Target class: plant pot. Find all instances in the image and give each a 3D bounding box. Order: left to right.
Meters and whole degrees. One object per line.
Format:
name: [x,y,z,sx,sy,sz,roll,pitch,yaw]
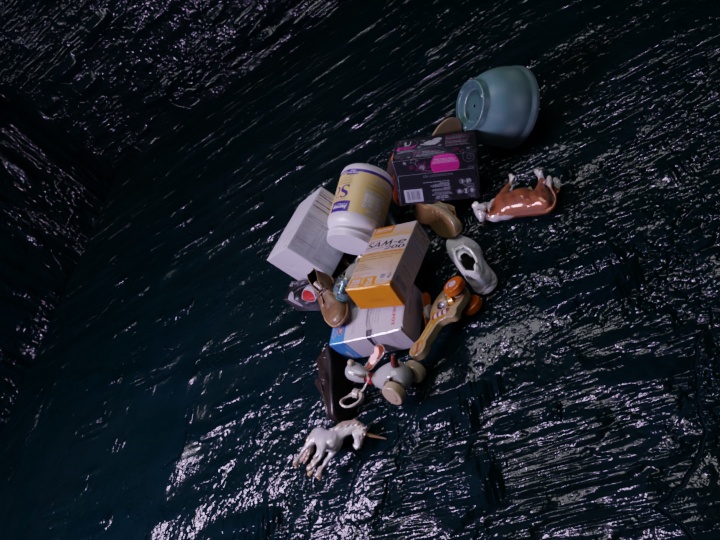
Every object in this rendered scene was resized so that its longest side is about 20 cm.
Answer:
plant pot: [0.322,-0.405,1.274,0.200,0.134,0.201,176,90,-67]

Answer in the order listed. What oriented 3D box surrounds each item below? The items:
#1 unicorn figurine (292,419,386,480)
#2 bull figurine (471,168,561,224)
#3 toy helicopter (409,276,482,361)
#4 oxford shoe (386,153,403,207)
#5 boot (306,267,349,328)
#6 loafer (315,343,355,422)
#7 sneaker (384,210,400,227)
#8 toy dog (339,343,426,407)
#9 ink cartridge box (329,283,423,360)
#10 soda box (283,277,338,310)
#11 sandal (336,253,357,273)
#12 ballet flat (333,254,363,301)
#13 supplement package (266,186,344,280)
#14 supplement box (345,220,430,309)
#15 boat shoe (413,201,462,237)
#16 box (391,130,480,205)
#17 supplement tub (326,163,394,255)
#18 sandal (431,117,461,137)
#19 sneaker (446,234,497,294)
unicorn figurine: [-0.066,0.368,1.083,0.200,0.074,0.138,1,47,49]
bull figurine: [0.354,-0.162,1.170,0.200,0.065,0.122,3,63,43]
toy helicopter: [0.160,0.106,1.104,0.200,0.079,0.132,-54,22,-21]
oxford shoe: [0.108,-0.251,1.485,0.073,0.071,0.201,-47,31,48]
boot: [-0.085,0.064,1.239,0.074,0.075,0.200,-43,35,8]
loafer: [-0.064,0.266,1.187,0.071,0.073,0.200,-42,35,27]
sneaker: [0.073,-0.086,1.352,0.081,0.077,0.200,-32,39,19]
toy dog: [0.035,0.211,1.093,0.199,0.097,0.132,-11,25,26]
ink cartridge box: [0.039,0.114,1.201,0.200,0.084,0.145,-17,46,32]
soda box: [-0.111,0.066,1.388,0.200,0.071,0.063,-5,55,39]
sandal: [-0.013,-0.026,1.393,0.200,0.054,0.080,18,70,49]
ballet flat: [0.000,0.000,1.246,0.074,0.074,0.200,-16,22,32]
supplement package: [-0.128,-0.088,1.431,0.200,0.147,0.191,-63,18,-20]
supplement box: [0.065,-0.013,1.173,0.126,0.074,0.200,-9,41,38]
boat shoe: [0.201,-0.137,1.271,0.069,0.074,0.200,-17,28,-15]
box: [0.190,-0.251,1.270,0.199,0.132,0.115,-4,40,15]
supplement tub: [-0.002,-0.154,1.316,0.145,0.145,0.201,-2,65,41]
sandal: [0.205,-0.310,1.348,0.077,0.212,0.070,1,38,-10]
sneaker: [0.239,-0.033,1.153,0.070,0.080,0.200,-39,35,11]
